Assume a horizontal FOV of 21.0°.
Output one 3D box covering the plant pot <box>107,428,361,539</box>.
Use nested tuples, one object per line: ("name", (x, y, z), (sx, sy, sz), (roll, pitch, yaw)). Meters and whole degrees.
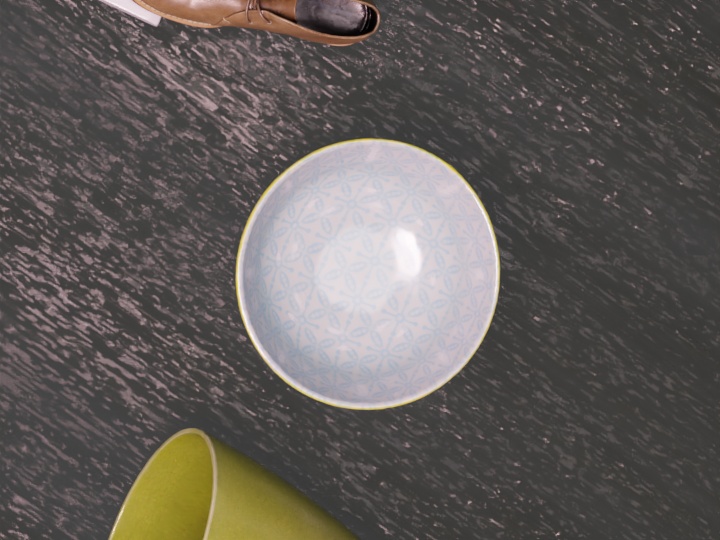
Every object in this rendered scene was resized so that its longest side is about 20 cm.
("plant pot", (-0.071, 0.240, 1.464), (0.200, 0.187, 0.188), (24, 90, -24))

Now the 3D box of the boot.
("boot", (-0.079, -0.210, 1.460), (0.199, 0.075, 0.074), (9, 100, -15))

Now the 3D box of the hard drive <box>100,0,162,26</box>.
("hard drive", (-0.174, -0.305, 1.477), (0.132, 0.025, 0.200), (24, 90, -10))

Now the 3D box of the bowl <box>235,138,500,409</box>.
("bowl", (0.000, 0.000, 1.480), (0.199, 0.108, 0.201), (0, 93, -8))
